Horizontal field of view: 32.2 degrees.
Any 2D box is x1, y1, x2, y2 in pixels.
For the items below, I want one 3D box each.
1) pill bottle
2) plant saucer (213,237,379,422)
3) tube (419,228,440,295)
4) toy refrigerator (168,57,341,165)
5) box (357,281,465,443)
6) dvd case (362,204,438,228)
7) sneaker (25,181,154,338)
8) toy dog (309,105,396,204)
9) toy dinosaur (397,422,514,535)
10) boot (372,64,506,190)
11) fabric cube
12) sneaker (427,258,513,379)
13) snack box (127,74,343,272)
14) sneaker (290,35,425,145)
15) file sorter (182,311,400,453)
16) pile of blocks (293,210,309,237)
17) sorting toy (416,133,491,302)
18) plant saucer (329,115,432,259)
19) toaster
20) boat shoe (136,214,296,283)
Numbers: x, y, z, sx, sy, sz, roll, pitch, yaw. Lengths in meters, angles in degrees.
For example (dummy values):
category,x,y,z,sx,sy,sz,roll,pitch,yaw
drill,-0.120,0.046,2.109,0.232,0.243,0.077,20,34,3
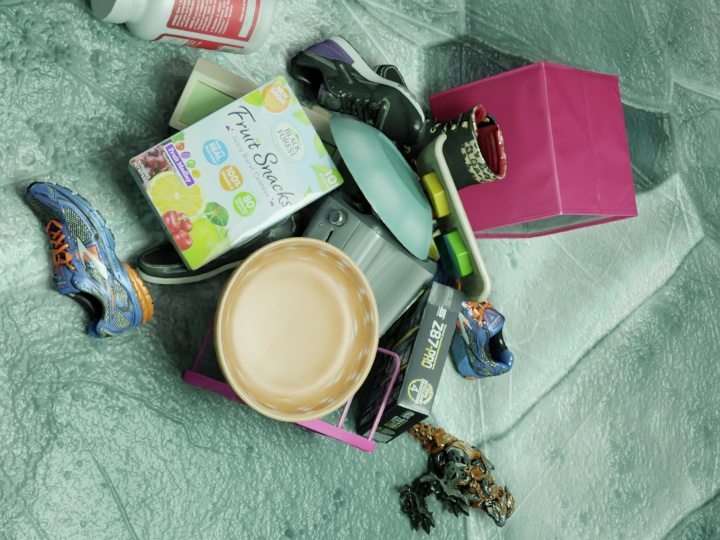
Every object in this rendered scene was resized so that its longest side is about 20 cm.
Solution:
category,x,y,z,sx,sy,sz,roll,pitch,yaw
pill bottle,-0.209,-0.322,1.468,0.200,0.112,0.113,3,81,-36
plant saucer,-0.073,0.064,1.366,0.200,0.037,0.201,-1,91,-31
tube,0.058,0.010,1.655,0.200,0.052,0.058,-27,144,-42
toy refrigerator,-0.119,-0.170,1.482,0.200,0.070,0.076,25,111,-11
box,0.060,0.119,1.545,0.049,0.200,0.162,19,68,-7
dvd case,0.079,-0.126,1.707,0.200,0.018,0.143,-12,90,-37
sneaker,-0.307,-0.010,1.375,0.078,0.075,0.200,-41,105,-30
toy dog,-0.016,-0.129,1.595,0.200,0.132,0.096,55,18,-22
toy dinosaur,0.116,0.270,1.645,0.200,0.102,0.136,31,44,8
boot,0.099,-0.187,1.622,0.073,0.150,0.201,-23,97,-47
fabric cube,0.235,-0.155,1.697,0.200,0.196,0.200,-1,82,-47
sneaker,0.154,0.058,1.668,0.075,0.078,0.200,-45,122,-35
snack box,-0.141,-0.109,1.407,0.200,0.053,0.142,-31,94,-11
sneaker,-0.009,-0.214,1.579,0.087,0.076,0.200,-28,59,-37
file sorter,-0.076,0.114,1.467,0.200,0.139,0.126,26,81,-31
pile of blocks,-0.097,-0.052,1.552,0.200,0.082,0.062,54,13,-28
sorting toy,0.105,-0.058,1.519,0.036,0.185,0.201,-17,91,-4
plant saucer,0.036,-0.106,1.456,0.201,0.039,0.201,53,14,-19
toaster,0.000,0.000,1.499,0.129,0.114,0.200,-52,144,4
boat shoe,-0.169,-0.036,1.458,0.200,0.072,0.068,-16,126,-22
